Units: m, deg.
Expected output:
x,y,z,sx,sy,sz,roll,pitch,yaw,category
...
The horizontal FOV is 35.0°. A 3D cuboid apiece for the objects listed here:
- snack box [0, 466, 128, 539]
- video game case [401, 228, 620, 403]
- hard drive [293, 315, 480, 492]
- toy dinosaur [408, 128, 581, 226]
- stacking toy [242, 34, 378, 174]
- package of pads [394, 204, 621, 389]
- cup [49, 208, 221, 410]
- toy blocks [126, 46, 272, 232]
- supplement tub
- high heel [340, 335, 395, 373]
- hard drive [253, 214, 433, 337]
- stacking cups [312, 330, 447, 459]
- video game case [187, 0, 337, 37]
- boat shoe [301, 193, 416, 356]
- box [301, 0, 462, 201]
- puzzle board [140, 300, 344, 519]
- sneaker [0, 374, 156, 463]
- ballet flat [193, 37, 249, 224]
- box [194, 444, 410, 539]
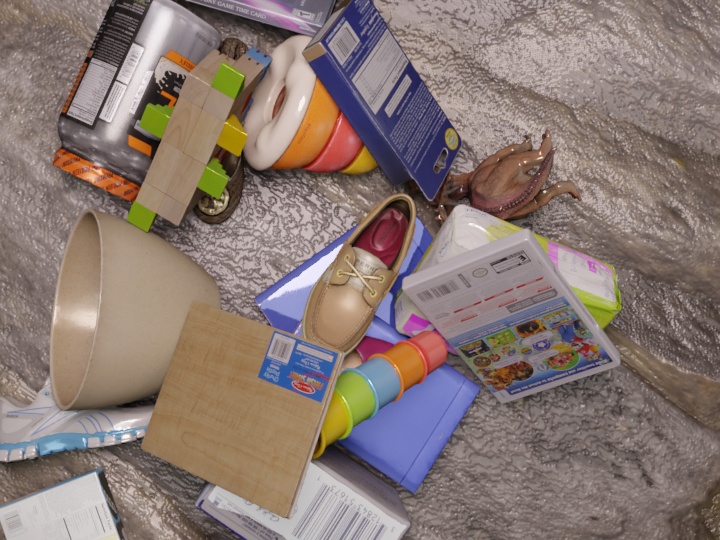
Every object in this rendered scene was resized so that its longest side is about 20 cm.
x,y,z,sx,sy,sz,roll,pitch,yaw,category
-0.300,0.328,1.228,0.115,0.037,0.203,-19,90,-2,snack box
0.152,0.052,1.140,0.142,0.018,0.200,-22,128,28,video game case
0.010,0.124,1.215,0.199,0.025,0.133,34,89,-3,hard drive
0.139,-0.080,1.185,0.134,0.200,0.087,-23,99,-16,toy dinosaur
-0.015,-0.146,1.211,0.198,0.146,0.148,21,88,-26,stacking toy
0.151,0.029,1.178,0.197,0.069,0.155,20,134,-12,package of pads
-0.226,0.048,1.173,0.141,0.200,0.204,9,89,-26,cup
-0.154,-0.144,1.145,0.099,0.137,0.201,29,120,-2,toy blocks
-0.237,-0.181,1.194,0.121,0.123,0.202,24,89,-2,supplement tub
-0.046,0.105,1.143,0.197,0.096,0.069,-9,91,-3,high heel
0.001,0.028,1.249,0.199,0.025,0.133,-35,91,-2,hard drive
0.007,0.109,1.104,0.199,0.060,0.061,-30,91,-44,stacking cups
-0.121,-0.307,1.201,0.197,0.144,0.019,16,128,-2,video game case
0.000,0.000,1.163,0.073,0.067,0.202,27,59,-1,boat shoe
0.027,-0.174,1.168,0.032,0.122,0.201,-21,116,37,box
-0.110,0.123,1.052,0.198,0.017,0.153,15,83,38,puzzle board
-0.298,0.149,1.216,0.197,0.075,0.088,-8,84,-2,sneaker
-0.151,-0.152,1.234,0.066,0.046,0.203,10,89,-2,ballet flat
-0.058,0.229,1.157,0.183,0.200,0.106,35,88,-1,box
